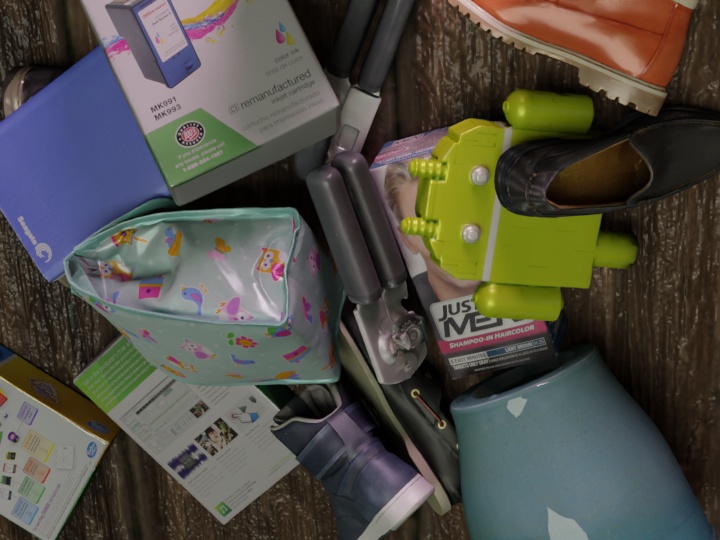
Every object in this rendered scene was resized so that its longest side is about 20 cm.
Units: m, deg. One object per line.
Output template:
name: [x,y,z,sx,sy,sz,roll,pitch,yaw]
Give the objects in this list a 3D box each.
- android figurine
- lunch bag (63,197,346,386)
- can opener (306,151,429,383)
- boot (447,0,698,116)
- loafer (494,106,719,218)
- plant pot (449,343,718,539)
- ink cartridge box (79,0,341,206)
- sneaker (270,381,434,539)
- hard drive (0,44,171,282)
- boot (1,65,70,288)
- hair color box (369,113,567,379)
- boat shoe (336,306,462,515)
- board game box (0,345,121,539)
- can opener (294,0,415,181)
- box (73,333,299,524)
android figurine: [0.127,-0.051,1.318,0.199,0.041,0.183,5,104,-18]
lunch bag: [-0.126,0.022,1.393,0.198,0.123,0.170,0,159,16]
can opener: [0.000,0.000,1.373,0.067,0.053,0.201,13,129,54]
boot: [0.155,-0.206,1.276,0.199,0.075,0.108,25,104,7]
loafer: [0.204,-0.075,1.275,0.199,0.072,0.073,-17,109,-15]
plant pot: [0.167,0.171,1.398,0.199,0.200,0.189,-21,95,25]
ink cartridge box: [-0.120,-0.174,1.292,0.145,0.088,0.201,-25,83,-3]
sneaker: [-0.016,0.176,1.497,0.146,0.077,0.202,44,156,7]
hard drive: [-0.215,-0.098,1.383,0.199,0.025,0.132,-33,89,22]
boot: [-0.213,-0.084,1.442,0.150,0.073,0.201,-5,107,19]
hair color box: [0.090,-0.017,1.391,0.099,0.061,0.201,-14,111,22]
boat shoe: [0.040,0.114,1.477,0.063,0.074,0.202,-34,93,-11]
board game box: [-0.345,0.154,1.623,0.199,0.040,0.153,32,121,-1]
can opener: [-0.004,-0.159,1.341,0.053,0.067,0.201,24,121,3]
box: [-0.147,0.124,1.552,0.200,0.036,0.144,45,120,-10]
